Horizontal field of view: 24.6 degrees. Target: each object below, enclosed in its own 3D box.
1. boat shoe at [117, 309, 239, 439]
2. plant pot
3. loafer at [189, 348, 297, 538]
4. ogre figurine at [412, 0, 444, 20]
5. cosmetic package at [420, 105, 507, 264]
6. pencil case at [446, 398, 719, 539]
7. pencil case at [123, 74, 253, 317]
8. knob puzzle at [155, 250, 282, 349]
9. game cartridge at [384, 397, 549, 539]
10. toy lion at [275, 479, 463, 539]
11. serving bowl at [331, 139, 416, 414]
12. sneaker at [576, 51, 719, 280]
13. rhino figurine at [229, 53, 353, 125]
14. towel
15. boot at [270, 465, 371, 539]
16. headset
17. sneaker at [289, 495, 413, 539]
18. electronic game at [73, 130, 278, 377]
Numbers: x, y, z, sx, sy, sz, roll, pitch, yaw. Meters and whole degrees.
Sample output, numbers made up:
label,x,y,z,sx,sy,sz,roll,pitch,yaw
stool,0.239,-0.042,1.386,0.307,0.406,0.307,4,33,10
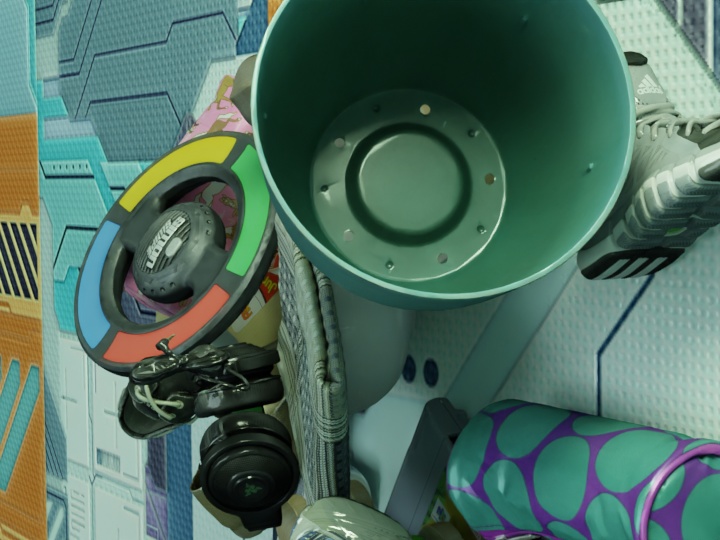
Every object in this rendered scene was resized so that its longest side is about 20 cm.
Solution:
label,x,y,z,sx,sy,sz,roll,pitch,yaw
boat shoe,-0.143,0.090,1.286,0.071,0.064,0.200,41,152,-1
plant pot,0.037,-0.068,0.922,0.161,0.200,0.201,114,148,-78
loafer,-0.071,0.108,1.287,0.076,0.067,0.200,2,69,62
ogre figurine,0.076,-0.246,1.005,0.098,0.200,0.120,45,128,-3
cosmetic package,0.062,-0.098,1.085,0.105,0.071,0.200,-43,56,54
pencil case,0.137,0.130,0.958,0.200,0.085,0.093,4,80,61
pencil case,-0.116,-0.057,1.307,0.083,0.087,0.200,29,88,25
knob puzzle,-0.092,-0.003,1.342,0.219,0.030,0.220,-20,56,33
game cartridge,0.077,0.200,1.120,0.200,0.040,0.133,55,141,44
toy lion,0.018,0.261,1.146,0.200,0.069,0.192,14,113,60
serving bowl,0.000,0.000,1.158,0.200,0.066,0.200,172,90,-85
sneaker,0.168,-0.078,0.898,0.200,0.075,0.116,-39,56,56
rhino figurine,-0.018,-0.133,1.060,0.200,0.087,0.060,-22,74,61
towel,-0.036,0.053,1.077,0.193,0.034,0.200,89,172,-51
boot,-0.040,0.237,1.308,0.090,0.073,0.200,-148,68,-64
headset,-0.094,0.103,1.113,0.200,0.094,0.124,83,176,-60
sneaker,0.042,0.214,1.002,0.085,0.200,0.077,-61,-15,-52
electronic game,-0.133,-0.014,1.197,0.200,0.042,0.200,-24,47,29
